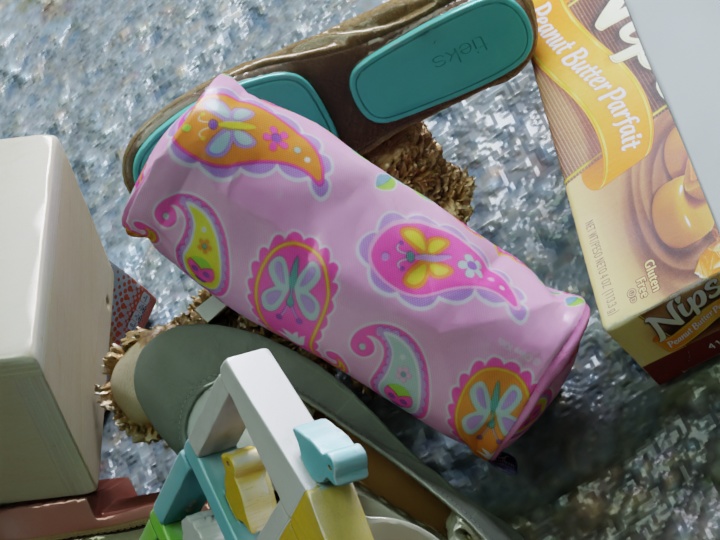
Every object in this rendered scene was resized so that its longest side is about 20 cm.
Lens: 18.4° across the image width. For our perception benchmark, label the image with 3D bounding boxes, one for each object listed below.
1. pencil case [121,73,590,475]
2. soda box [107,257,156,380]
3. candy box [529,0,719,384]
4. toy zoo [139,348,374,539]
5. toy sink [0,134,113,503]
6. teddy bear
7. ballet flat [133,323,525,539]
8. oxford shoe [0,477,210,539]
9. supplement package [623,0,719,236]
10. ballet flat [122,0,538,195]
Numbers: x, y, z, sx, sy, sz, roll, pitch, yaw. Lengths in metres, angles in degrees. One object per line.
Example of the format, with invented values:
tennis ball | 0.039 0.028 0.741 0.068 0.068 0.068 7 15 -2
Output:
pencil case | 0.000 0.000 0.935 0.200 0.087 0.087 31 78 1
soda box | -0.180 0.081 1.095 0.064 0.068 0.200 9 67 38
candy box | 0.145 -0.063 0.965 0.115 0.055 0.200 -27 47 19
toy zoo | -0.035 0.120 0.857 0.131 0.020 0.200 63 150 23
toy sink | -0.222 0.033 1.007 0.200 0.112 0.130 -7 50 6
teddy bear | -0.032 0.013 1.019 0.145 0.067 0.200 4 54 26
ballet flat | -0.014 0.085 0.909 0.200 0.064 0.067 34 99 10
oxford shoe | -0.073 0.131 1.000 0.200 0.071 0.074 -5 94 26
supplement package | 0.225 -0.046 0.773 0.147 0.200 0.191 -40 42 27
ballet flat | -0.016 -0.085 1.012 0.200 0.068 0.072 -27 24 1
